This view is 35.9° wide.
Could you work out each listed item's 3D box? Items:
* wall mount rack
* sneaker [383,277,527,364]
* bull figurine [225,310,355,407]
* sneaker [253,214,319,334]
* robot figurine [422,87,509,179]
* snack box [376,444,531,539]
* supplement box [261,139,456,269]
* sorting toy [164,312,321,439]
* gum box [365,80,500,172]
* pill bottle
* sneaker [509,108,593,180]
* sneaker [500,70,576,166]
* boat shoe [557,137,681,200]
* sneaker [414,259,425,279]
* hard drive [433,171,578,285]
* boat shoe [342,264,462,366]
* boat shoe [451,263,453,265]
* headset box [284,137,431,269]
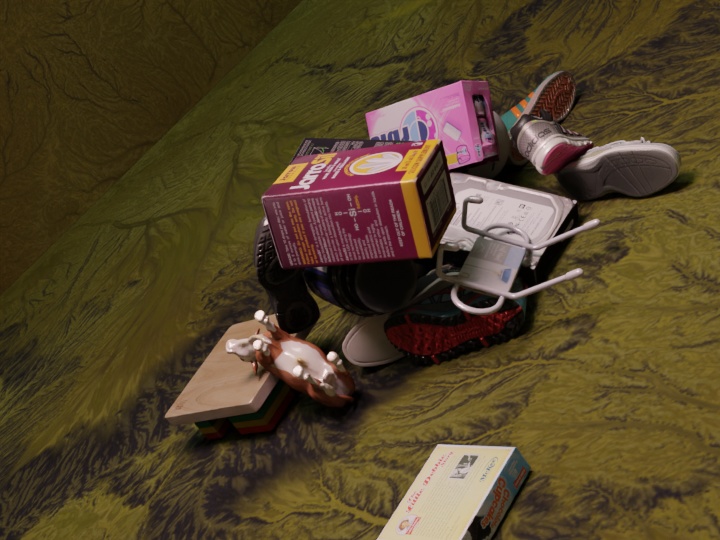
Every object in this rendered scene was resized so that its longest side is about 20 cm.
[{"bbox_3d":[0.189,-0.022,1.340,0.172,0.075,0.200,15,37,14],"label":"wall mount rack"},{"bbox_3d":[0.126,0.057,1.412,0.198,0.080,0.096,-12,26,29],"label":"sneaker"},{"bbox_3d":[-0.094,0.116,1.465,0.198,0.122,0.066,23,73,19],"label":"bull figurine"},{"bbox_3d":[-0.111,-0.005,1.479,0.075,0.201,0.091,-20,47,-13],"label":"sneaker"},{"bbox_3d":[0.138,-0.191,1.713,0.199,0.150,0.126,4,60,55],"label":"robot figurine"},{"bbox_3d":[0.078,0.262,1.119,0.116,0.037,0.200,-8,37,50],"label":"snack box"},{"bbox_3d":[0.002,-0.080,1.344,0.198,0.104,0.131,-5,27,22],"label":"supplement box"},{"bbox_3d":[-0.157,0.157,1.626,0.199,0.070,0.199,-15,31,43],"label":"sorting toy"},{"bbox_3d":[0.107,-0.195,1.601,0.199,0.115,0.066,-12,-2,44],"label":"gum box"},{"bbox_3d":[0.000,0.000,1.453,0.112,0.112,0.200,-41,18,-10],"label":"pill bottle"},{"bbox_3d":[0.261,-0.180,1.539,0.074,0.088,0.199,-48,-16,20],"label":"sneaker"},{"bbox_3d":[0.265,-0.245,1.768,0.200,0.072,0.080,-49,30,-23],"label":"sneaker"},{"bbox_3d":[0.343,-0.139,1.454,0.065,0.075,0.201,-47,16,-24],"label":"boat shoe"},{"bbox_3d":[0.014,0.030,1.612,0.199,0.073,0.080,-13,66,54],"label":"sneaker"},{"bbox_3d":[0.174,-0.061,1.488,0.198,0.038,0.140,16,52,31],"label":"hard drive"},{"bbox_3d":[0.063,0.057,1.487,0.199,0.074,0.060,-36,15,14],"label":"boat shoe"},{"bbox_3d":[0.158,-0.060,1.584,0.067,0.072,0.201,-3,38,1],"label":"boat shoe"},{"bbox_3d":[0.013,-0.096,1.602,0.198,0.175,0.093,6,51,28],"label":"headset box"}]
